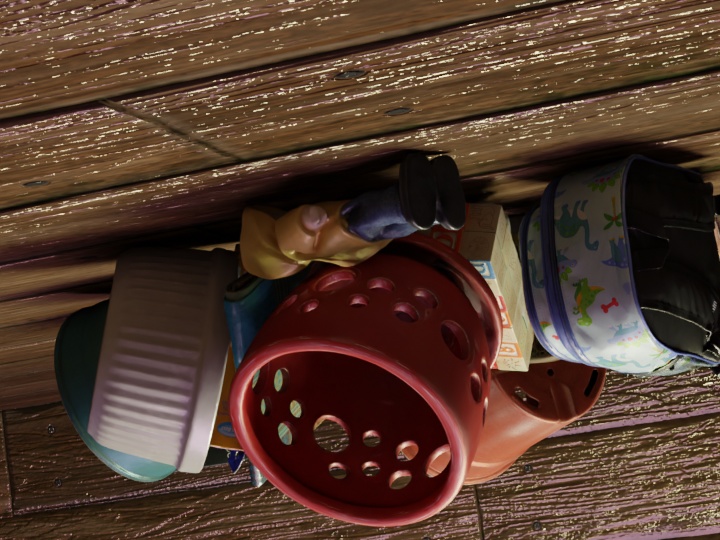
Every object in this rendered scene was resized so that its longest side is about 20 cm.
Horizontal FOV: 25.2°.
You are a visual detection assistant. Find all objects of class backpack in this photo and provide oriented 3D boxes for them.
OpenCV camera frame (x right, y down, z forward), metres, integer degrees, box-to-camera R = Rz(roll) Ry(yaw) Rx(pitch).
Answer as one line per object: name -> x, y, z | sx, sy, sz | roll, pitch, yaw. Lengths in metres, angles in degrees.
backpack -> 0.218, 0.001, 1.363 | 0.146, 0.184, 0.200 | -12, 167, 30

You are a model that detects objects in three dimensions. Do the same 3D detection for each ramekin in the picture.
ramekin -> -0.177, 0.072, 1.419 | 0.104, 0.201, 0.200 | 10, 171, -9

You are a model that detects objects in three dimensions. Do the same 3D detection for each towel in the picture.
towel -> -0.065, 0.069, 1.400 | 0.022, 0.201, 0.147 | 15, -144, 28

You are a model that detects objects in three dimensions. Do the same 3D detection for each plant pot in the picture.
plant pot -> 0.015, 0.075, 1.309 | 0.200, 0.201, 0.183 | -12, -147, 32
plant pot -> 0.150, 0.111, 1.719 | 0.200, 0.202, 0.195 | -5, 165, -29
plant pot -> -0.182, 0.090, 1.675 | 0.187, 0.201, 0.200 | -29, 165, 26

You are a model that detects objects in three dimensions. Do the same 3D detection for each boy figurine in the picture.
boy figurine -> -0.012, -0.037, 1.236 | 0.199, 0.065, 0.124 | -13, 172, 42

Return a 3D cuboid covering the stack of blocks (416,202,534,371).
stack of blocks -> 0.084, 0.016, 1.440 | 0.114, 0.059, 0.200 | 4, 150, 18

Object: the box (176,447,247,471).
box -> -0.205, 0.135, 1.914 | 0.148, 0.201, 0.124 | -10, 175, 8

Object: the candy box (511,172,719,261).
candy box -> 0.248, -0.014, 1.549 | 0.199, 0.057, 0.117 | -20, 144, 12

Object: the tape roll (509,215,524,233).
tape roll -> 0.150, -0.011, 1.707 | 0.199, 0.067, 0.200 | -8, 174, -1

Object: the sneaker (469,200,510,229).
sneaker -> 0.096, -0.030, 1.522 | 0.076, 0.075, 0.200 | -46, -179, -24

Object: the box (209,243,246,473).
box -> -0.110, 0.077, 1.449 | 0.041, 0.201, 0.119 | 12, 180, -8

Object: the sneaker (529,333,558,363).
sneaker -> 0.234, 0.041, 1.514 | 0.199, 0.071, 0.075 | -28, 146, 28
